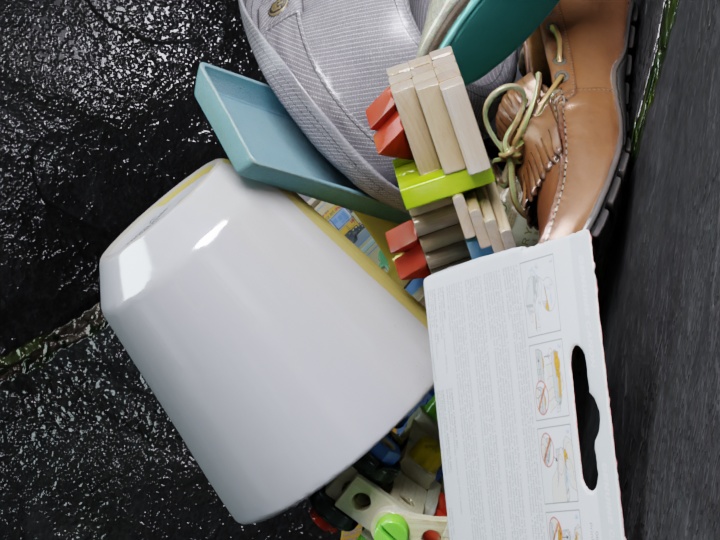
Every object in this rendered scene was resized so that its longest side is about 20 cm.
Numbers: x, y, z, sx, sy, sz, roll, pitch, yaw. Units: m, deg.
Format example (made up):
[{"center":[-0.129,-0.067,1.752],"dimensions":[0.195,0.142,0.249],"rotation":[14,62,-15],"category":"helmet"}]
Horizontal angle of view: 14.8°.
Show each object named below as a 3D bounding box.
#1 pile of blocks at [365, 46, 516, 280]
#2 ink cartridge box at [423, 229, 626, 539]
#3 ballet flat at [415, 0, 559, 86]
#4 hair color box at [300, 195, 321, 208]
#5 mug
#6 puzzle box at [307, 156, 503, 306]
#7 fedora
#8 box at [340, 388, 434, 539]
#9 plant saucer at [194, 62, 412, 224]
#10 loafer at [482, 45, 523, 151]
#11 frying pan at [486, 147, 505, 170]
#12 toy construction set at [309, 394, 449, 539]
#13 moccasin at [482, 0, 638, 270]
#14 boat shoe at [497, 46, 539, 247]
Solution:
[{"center":[0.043,-0.021,1.377],"dimensions":[0.200,0.062,0.082],"rotation":[69,-176,-45],"category":"pile of blocks"},{"center":[0.089,0.068,1.250],"dimensions":[0.200,0.050,0.163],"rotation":[163,102,-68],"category":"ink cartridge box"},{"center":[0.089,-0.177,1.363],"dimensions":[0.200,0.067,0.062],"rotation":[-48,56,17],"category":"ballet flat"},{"center":[0.008,-0.125,1.632],"dimensions":[0.061,0.099,0.201],"rotation":[-128,47,-61],"category":"hair color box"},{"center":[-0.054,0.021,1.448],"dimensions":[0.149,0.153,0.187],"rotation":[-38,10,13],"category":"mug"},{"center":[0.000,0.000,1.575],"dimensions":[0.200,0.025,0.133],"rotation":[-45,40,4],"category":"puzzle box"},{"center":[0.022,-0.122,1.480],"dimensions":[0.090,0.177,0.200],"rotation":[-41,18,22],"category":"fedora"},{"center":[0.040,0.140,1.806],"dimensions":[0.119,0.041,0.200],"rotation":[47,-143,-40],"category":"box"},{"center":[-0.013,-0.058,1.456],"dimensions":[0.019,0.200,0.070],"rotation":[-43,59,21],"category":"plant saucer"},{"center":[0.107,-0.165,1.660],"dimensions":[0.073,0.072,0.201],"rotation":[-89,9,-83],"category":"loafer"},{"center":[0.103,-0.064,1.746],"dimensions":[0.190,0.031,0.115],"rotation":[-27,-83,-49],"category":"frying pan"},{"center":[0.045,0.125,1.463],"dimensions":[0.092,0.131,0.200],"rotation":[-53,5,1],"category":"toy construction set"},{"center":[0.098,-0.073,1.400],"dimensions":[0.074,0.077,0.202],"rotation":[102,177,-55],"category":"moccasin"},{"center":[0.106,-0.099,1.508],"dimensions":[0.073,0.062,0.201],"rotation":[101,177,-60],"category":"boat shoe"}]
